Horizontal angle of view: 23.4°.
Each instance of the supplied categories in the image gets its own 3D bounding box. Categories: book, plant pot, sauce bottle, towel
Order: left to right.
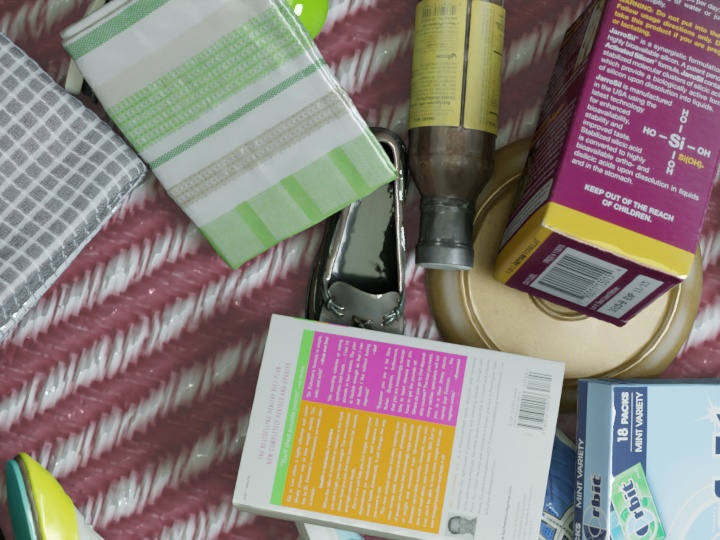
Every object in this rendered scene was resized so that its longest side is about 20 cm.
[{"bbox_3d":[-0.257,-0.052,1.134,0.165,0.086,0.200,41,58,-5],"label":"towel"},{"bbox_3d":[-0.085,-0.111,1.146,0.149,0.031,0.200,-26,112,23],"label":"towel"},{"bbox_3d":[0.027,0.109,1.147,0.199,0.048,0.134,10,76,5],"label":"book"},{"bbox_3d":[0.063,-0.102,1.192,0.064,0.065,0.201,6,85,-4],"label":"sauce bottle"},{"bbox_3d":[0.146,0.002,1.224,0.199,0.027,0.201,0,92,-4],"label":"plant pot"}]

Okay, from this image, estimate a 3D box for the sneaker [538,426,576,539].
[{"bbox_3d":[0.115,0.197,1.177,0.075,0.077,0.201,-5,68,28],"label":"sneaker"}]

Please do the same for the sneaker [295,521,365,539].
[{"bbox_3d":[0.027,0.226,1.204,0.082,0.074,0.201,-32,101,-10],"label":"sneaker"}]

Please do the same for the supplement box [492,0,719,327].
[{"bbox_3d":[0.173,-0.082,1.148,0.103,0.131,0.201,19,73,-4],"label":"supplement box"}]

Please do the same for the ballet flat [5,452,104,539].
[{"bbox_3d":[-0.201,0.220,1.195,0.067,0.067,0.201,-8,94,-24],"label":"ballet flat"}]

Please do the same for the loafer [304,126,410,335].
[{"bbox_3d":[0.000,0.000,1.196,0.071,0.063,0.201,4,91,-4],"label":"loafer"}]

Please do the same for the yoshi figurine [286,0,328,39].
[{"bbox_3d":[-0.061,-0.231,1.170,0.112,0.112,0.201,-2,94,-10],"label":"yoshi figurine"}]

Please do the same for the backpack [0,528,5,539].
[{"bbox_3d":[-0.344,0.132,1.141,0.199,0.154,0.192,-7,81,0],"label":"backpack"}]

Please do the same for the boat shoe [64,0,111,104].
[{"bbox_3d":[-0.143,-0.200,1.160,0.061,0.075,0.201,18,109,-11],"label":"boat shoe"}]

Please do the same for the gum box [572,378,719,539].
[{"bbox_3d":[0.238,0.160,1.187,0.199,0.044,0.171,2,91,-27],"label":"gum box"}]
